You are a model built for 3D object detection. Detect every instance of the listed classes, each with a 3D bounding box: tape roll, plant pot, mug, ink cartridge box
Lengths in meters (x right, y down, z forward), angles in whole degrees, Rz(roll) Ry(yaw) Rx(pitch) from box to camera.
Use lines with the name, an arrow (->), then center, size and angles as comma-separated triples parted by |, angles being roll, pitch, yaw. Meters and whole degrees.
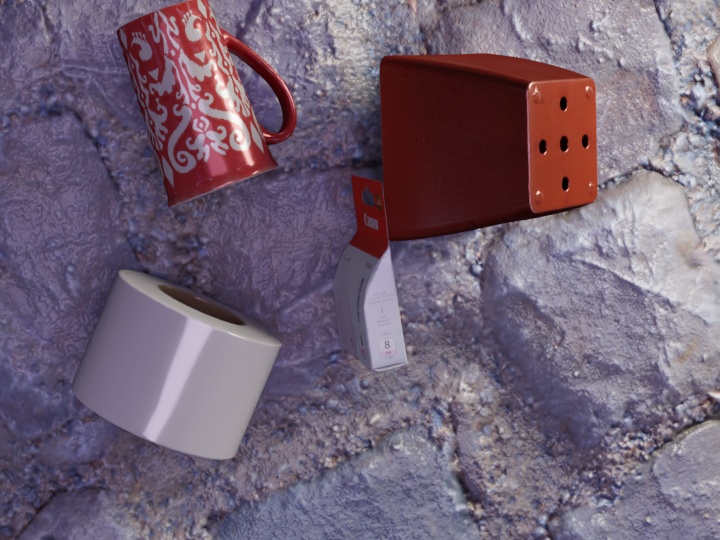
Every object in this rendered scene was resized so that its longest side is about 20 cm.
tape roll -> -0.202, 0.102, 1.468 | 0.201, 0.203, 0.141 | 23, 94, -11
plant pot -> 0.152, -0.139, 1.459 | 0.199, 0.175, 0.203 | -11, 102, -47
mug -> -0.177, -0.192, 1.490 | 0.132, 0.177, 0.202 | -17, 97, 31
ink cartridge box -> 0.000, 0.000, 1.506 | 0.056, 0.162, 0.203 | -14, 100, -11
